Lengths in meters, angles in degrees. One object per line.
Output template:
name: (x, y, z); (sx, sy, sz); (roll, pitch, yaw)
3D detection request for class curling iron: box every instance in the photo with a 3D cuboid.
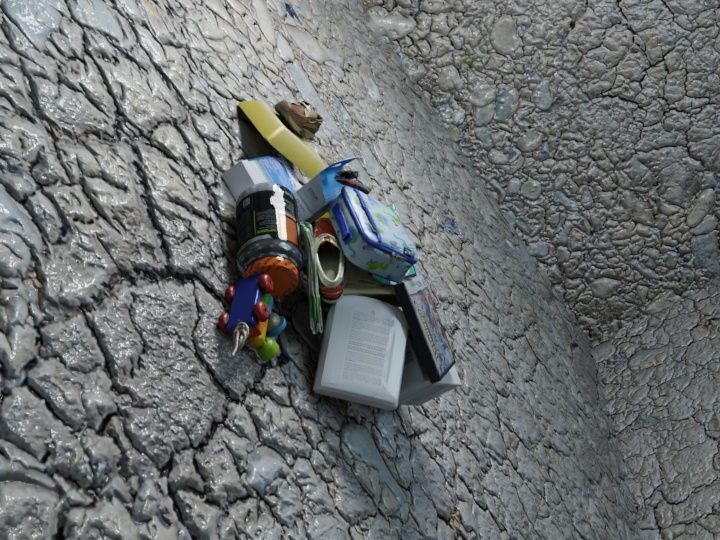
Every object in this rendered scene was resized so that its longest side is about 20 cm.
curling iron: (-0.010, -0.179, 1.548); (0.200, 0.049, 0.026); (25, 68, -75)

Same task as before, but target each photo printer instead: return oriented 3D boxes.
photo printer: (0.006, 0.149, 1.408); (0.164, 0.070, 0.203); (14, 67, -9)

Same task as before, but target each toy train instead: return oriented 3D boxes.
toy train: (-0.177, 0.109, 1.238); (0.201, 0.084, 0.116); (-88, 155, -51)

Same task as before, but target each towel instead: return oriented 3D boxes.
towel: (-0.098, 0.011, 1.407); (0.153, 0.023, 0.203); (-146, -131, -81)

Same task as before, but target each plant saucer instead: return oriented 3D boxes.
plant saucer: (-0.168, -0.299, 1.671); (0.200, 0.048, 0.200); (37, 10, -44)

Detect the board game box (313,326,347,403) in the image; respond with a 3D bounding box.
board game box: (-0.007, 0.185, 1.542); (0.199, 0.040, 0.155); (1, 62, -64)

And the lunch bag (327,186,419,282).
lunch bag: (0.021, -0.074, 1.480); (0.159, 0.083, 0.201); (23, 28, -33)

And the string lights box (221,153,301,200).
string lights box: (-0.197, -0.181, 1.544); (0.104, 0.059, 0.200); (60, 22, -1)

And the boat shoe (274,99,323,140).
boat shoe: (-0.139, -0.363, 1.708); (0.076, 0.072, 0.200); (45, 8, 10)

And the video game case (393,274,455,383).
video game case: (0.133, 0.111, 1.480); (0.202, 0.025, 0.181); (69, 17, 2)

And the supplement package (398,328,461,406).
supplement package: (0.108, 0.206, 1.553); (0.199, 0.119, 0.123); (19, 46, -59)

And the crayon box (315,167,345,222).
crayon box: (-0.042, -0.134, 1.662); (0.051, 0.127, 0.201); (39, 13, -41)

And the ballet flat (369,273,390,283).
ballet flat: (0.037, 0.066, 1.607); (0.071, 0.068, 0.203); (-172, -103, -72)

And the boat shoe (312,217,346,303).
boat shoe: (-0.063, -0.033, 1.436); (0.063, 0.070, 0.202); (89, -5, -51)

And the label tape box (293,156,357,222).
label tape box: (-0.089, -0.154, 1.557); (0.067, 0.199, 0.143); (56, 23, -1)

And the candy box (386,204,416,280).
candy box: (0.079, -0.033, 1.846); (0.170, 0.076, 0.202); (83, -10, -65)

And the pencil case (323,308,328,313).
pencil case: (-0.036, 0.019, 1.623); (0.090, 0.083, 0.201); (34, 29, -10)

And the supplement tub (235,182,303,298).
supplement tub: (-0.170, -0.055, 1.373); (0.122, 0.122, 0.202); (38, 32, -42)

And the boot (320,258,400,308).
boot: (0.000, 0.000, 1.515); (0.197, 0.073, 0.157); (1, 59, -15)

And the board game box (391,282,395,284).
board game box: (0.034, -0.007, 1.746); (0.153, 0.044, 0.202); (97, -21, -60)
